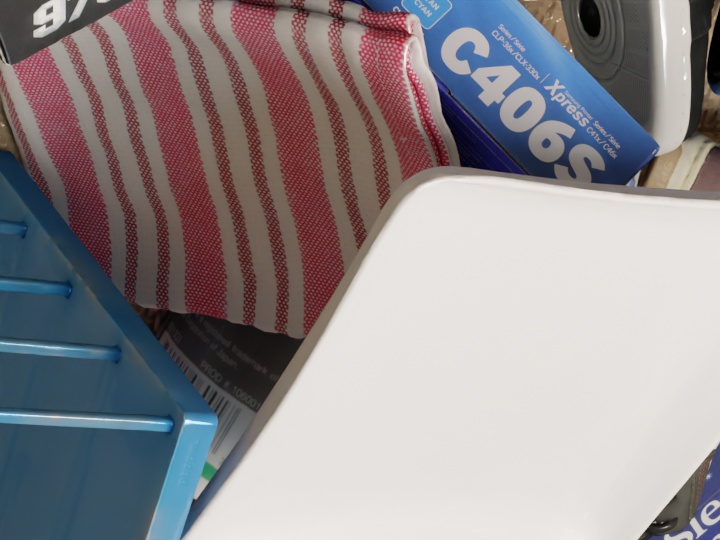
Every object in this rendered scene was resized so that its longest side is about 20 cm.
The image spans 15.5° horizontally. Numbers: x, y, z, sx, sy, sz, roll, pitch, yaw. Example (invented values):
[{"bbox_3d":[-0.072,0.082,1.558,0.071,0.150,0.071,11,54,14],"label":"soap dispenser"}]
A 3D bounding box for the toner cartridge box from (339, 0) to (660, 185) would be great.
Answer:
[{"bbox_3d":[0.010,-0.089,0.915,0.043,0.095,0.200,-44,88,-15],"label":"toner cartridge box"}]

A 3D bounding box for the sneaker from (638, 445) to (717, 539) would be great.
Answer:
[{"bbox_3d":[0.111,0.054,1.026,0.200,0.071,0.098,92,22,-70],"label":"sneaker"}]

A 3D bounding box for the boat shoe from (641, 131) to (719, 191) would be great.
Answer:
[{"bbox_3d":[0.164,-0.022,1.102,0.072,0.065,0.200,-67,162,6],"label":"boat shoe"}]

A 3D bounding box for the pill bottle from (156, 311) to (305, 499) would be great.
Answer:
[{"bbox_3d":[0.000,0.000,1.029,0.113,0.113,0.200,22,105,-40],"label":"pill bottle"}]

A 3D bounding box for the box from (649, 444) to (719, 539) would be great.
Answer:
[{"bbox_3d":[0.174,0.093,1.257,0.121,0.032,0.200,-41,131,-5],"label":"box"}]

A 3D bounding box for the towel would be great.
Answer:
[{"bbox_3d":[-0.050,-0.037,0.926,0.030,0.200,0.147,-48,137,-39],"label":"towel"}]

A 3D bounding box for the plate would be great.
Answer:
[{"bbox_3d":[0.049,0.035,0.881,0.199,0.032,0.200,3,136,-35],"label":"plate"}]

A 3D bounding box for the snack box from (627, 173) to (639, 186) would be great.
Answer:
[{"bbox_3d":[0.082,0.017,1.069,0.072,0.024,0.200,-62,170,-20],"label":"snack box"}]

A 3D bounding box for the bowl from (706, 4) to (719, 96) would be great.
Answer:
[{"bbox_3d":[0.186,-0.149,1.019,0.039,0.201,0.201,22,108,-2],"label":"bowl"}]

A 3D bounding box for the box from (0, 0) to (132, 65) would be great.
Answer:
[{"bbox_3d":[-0.068,-0.169,0.845,0.200,0.159,0.046,-30,144,-13],"label":"box"}]

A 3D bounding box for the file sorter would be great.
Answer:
[{"bbox_3d":[-0.158,0.057,0.906,0.122,0.200,0.139,6,114,-31],"label":"file sorter"}]

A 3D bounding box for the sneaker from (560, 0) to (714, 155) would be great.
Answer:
[{"bbox_3d":[0.133,-0.150,1.006,0.112,0.073,0.201,-13,96,-24],"label":"sneaker"}]
